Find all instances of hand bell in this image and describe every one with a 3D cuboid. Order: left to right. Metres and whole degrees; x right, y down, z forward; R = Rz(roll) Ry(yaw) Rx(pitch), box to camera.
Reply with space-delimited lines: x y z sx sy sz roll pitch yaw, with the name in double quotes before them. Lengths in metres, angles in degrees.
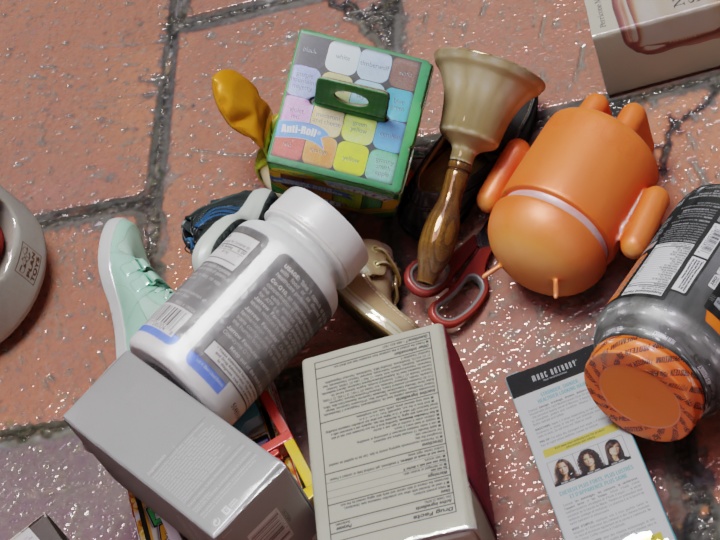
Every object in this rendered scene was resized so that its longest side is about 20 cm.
"hand bell" 0.085 -0.084 1.482 0.104 0.104 0.201 14 83 30

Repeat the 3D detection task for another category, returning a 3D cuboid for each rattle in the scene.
"rattle" -0.025 -0.133 1.608 0.199 0.143 0.130 21 49 39

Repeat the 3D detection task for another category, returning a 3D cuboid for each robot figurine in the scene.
"robot figurine" 0.185 -0.062 1.480 0.144 0.117 0.200 35 67 -3

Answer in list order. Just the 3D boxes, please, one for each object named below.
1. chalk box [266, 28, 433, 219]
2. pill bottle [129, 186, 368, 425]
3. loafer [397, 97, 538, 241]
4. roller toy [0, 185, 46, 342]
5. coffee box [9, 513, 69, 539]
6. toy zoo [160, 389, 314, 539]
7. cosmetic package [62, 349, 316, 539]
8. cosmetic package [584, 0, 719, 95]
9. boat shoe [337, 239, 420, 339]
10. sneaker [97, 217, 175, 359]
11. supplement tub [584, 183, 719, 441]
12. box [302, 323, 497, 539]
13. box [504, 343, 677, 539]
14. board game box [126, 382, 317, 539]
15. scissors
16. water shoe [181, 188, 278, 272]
"chalk box" -0.010 -0.129 1.488 0.124 0.200 0.125 14 84 1
"pill bottle" -0.091 0.030 1.434 0.114 0.114 0.200 30 68 36
"loafer" 0.108 -0.115 1.566 0.073 0.072 0.200 29 65 12
"roller toy" -0.409 -0.009 1.662 0.182 0.140 0.200 -43 52 1
"coffee box" -0.220 0.308 1.361 0.080 0.113 0.200 -38 50 -9
"toy zoo" -0.113 0.172 1.420 0.131 0.020 0.200 -30 50 -3
"cosmetic package" -0.137 0.161 1.355 0.090 0.107 0.200 -45 54 -14
"cosmetic package" 0.315 -0.252 1.591 0.199 0.087 0.104 -16 51 10
"boat shoe" 0.000 0.000 1.534 0.069 0.074 0.200 -42 50 -5
"sneaker" -0.176 0.022 1.586 0.118 0.074 0.201 -23 59 12
"supplement tub" 0.267 0.034 1.347 0.122 0.123 0.200 17 51 31
"box" 0.034 0.164 1.371 0.127 0.109 0.201 -15 51 10
"box" 0.186 0.160 1.351 0.082 0.049 0.201 -21 49 5
"board game box" -0.129 0.177 1.468 0.151 0.046 0.201 -24 49 3
"scissors" 0.118 -0.023 1.543 0.073 0.014 0.200 41 60 13
"water shoe" -0.132 -0.022 1.566 0.078 0.072 0.200 -6 15 16
